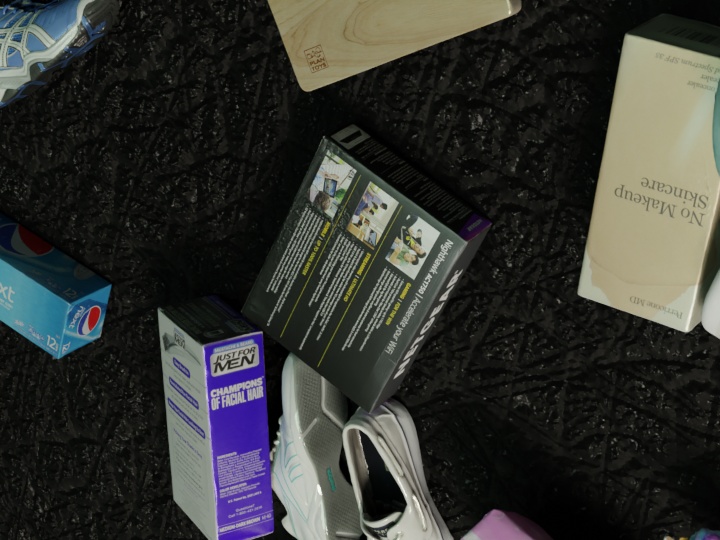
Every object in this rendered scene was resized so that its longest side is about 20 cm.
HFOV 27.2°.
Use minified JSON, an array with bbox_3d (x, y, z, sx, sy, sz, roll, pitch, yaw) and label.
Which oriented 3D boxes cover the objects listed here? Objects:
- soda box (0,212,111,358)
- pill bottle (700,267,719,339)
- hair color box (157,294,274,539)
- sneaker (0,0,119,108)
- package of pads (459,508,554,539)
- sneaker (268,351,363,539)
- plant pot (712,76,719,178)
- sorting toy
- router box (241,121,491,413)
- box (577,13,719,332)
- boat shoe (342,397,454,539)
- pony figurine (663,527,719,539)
[{"bbox_3d":[-0.344,0.002,1.467,0.200,0.064,0.068,30,122,20],"label":"soda box"},{"bbox_3d":[0.340,0.039,0.994,0.200,0.112,0.113,32,123,20],"label":"pill bottle"},{"bbox_3d":[-0.131,0.136,1.351,0.109,0.065,0.201,32,130,56],"label":"hair color box"},{"bbox_3d":[-0.297,-0.212,1.342,0.200,0.076,0.077,-25,98,36],"label":"sneaker"},{"bbox_3d":[0.169,0.279,1.183,0.200,0.120,0.076,41,94,23],"label":"package of pads"},{"bbox_3d":[-0.053,0.164,1.335,0.080,0.070,0.201,7,112,39],"label":"sneaker"},{"bbox_3d":[0.303,-0.094,0.921,0.134,0.200,0.201,14,116,38],"label":"plant pot"},{"bbox_3d":[0.014,-0.262,1.118,0.200,0.070,0.199,-15,100,37],"label":"sorting toy"},{"bbox_3d":[0.000,0.000,1.243,0.149,0.051,0.200,38,125,14],"label":"router box"},{"bbox_3d":[0.223,-0.069,1.050,0.095,0.078,0.201,18,118,26],"label":"box"},{"bbox_3d":[0.031,0.213,1.299,0.072,0.066,0.201,-3,107,34],"label":"boat shoe"},{"bbox_3d":[0.322,0.278,1.095,0.193,0.167,0.200,-2,124,44],"label":"pony figurine"}]
